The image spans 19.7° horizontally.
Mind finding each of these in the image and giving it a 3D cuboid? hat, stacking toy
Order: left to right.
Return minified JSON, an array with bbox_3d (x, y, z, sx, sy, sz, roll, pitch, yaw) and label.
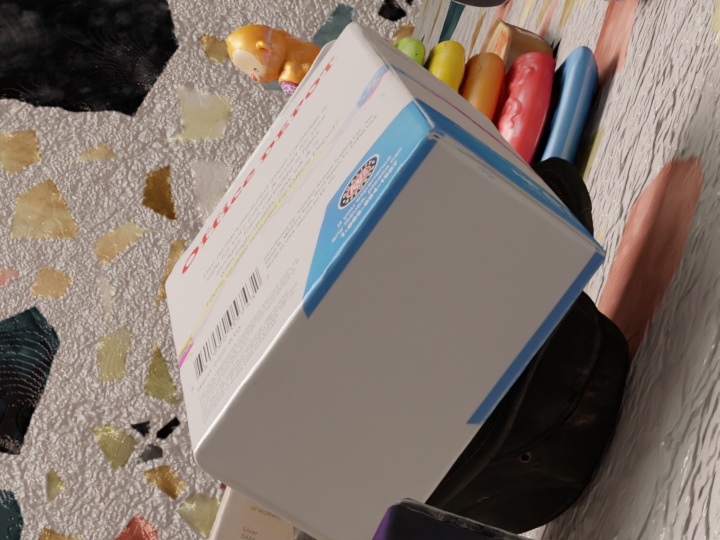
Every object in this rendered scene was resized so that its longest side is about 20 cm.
[{"bbox_3d":[0.020,-0.091,1.140,0.116,0.200,0.110,132,157,-79],"label":"stacking toy"},{"bbox_3d":[0.054,0.057,0.835,0.201,0.081,0.201,-50,19,24],"label":"hat"}]

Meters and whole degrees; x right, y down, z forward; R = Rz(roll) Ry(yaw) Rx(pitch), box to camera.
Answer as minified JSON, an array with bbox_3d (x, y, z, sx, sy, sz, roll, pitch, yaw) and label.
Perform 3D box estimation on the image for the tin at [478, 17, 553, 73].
[{"bbox_3d":[0.095,-0.115,1.438,0.200,0.042,0.112,-89,15,-78],"label":"tin"}]

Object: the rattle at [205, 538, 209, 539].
[{"bbox_3d":[-0.081,0.283,1.814,0.200,0.130,0.143,-31,43,41],"label":"rattle"}]

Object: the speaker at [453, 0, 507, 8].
[{"bbox_3d":[0.121,-0.338,1.857,0.081,0.081,0.200,119,168,-71],"label":"speaker"}]

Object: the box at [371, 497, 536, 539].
[{"bbox_3d":[0.021,0.182,0.499,0.200,0.104,0.148,-76,7,-57],"label":"box"}]

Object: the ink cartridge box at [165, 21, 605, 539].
[{"bbox_3d":[0.000,0.000,0.799,0.145,0.085,0.200,-54,18,10],"label":"ink cartridge box"}]

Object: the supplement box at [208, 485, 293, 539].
[{"bbox_3d":[0.007,0.088,1.023,0.074,0.126,0.200,-78,8,-73],"label":"supplement box"}]
